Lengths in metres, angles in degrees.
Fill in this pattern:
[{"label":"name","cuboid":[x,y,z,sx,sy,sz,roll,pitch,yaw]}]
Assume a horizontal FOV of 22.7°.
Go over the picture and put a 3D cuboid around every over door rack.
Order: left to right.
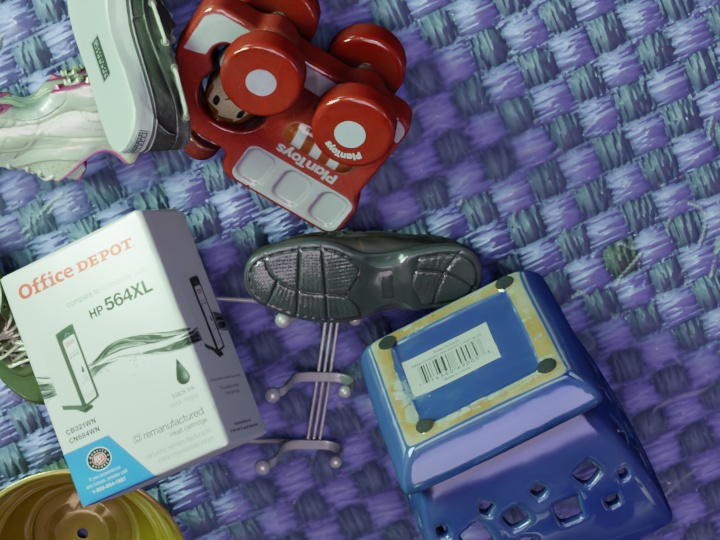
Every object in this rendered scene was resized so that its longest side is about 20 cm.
[{"label":"over door rack","cuboid":[-0.102,0.092,1.527,0.198,0.067,0.149,7,108,-6]}]

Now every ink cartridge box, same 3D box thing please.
[{"label":"ink cartridge box","cuboid":[-0.185,0.068,1.448,0.145,0.084,0.201,-25,83,19]}]

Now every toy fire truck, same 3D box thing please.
[{"label":"toy fire truck","cuboid":[-0.063,-0.128,1.436,0.199,0.113,0.168,28,127,-15]}]

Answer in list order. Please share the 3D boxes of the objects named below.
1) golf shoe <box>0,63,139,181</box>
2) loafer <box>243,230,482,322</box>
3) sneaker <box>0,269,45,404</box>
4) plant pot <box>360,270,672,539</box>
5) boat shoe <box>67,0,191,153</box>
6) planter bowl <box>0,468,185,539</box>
[{"label":"golf shoe","cuboid":[-0.269,-0.104,1.443,0.198,0.075,0.092,-14,114,3]},{"label":"loafer","cuboid":[0.000,0.000,1.495,0.198,0.063,0.072,-1,112,-7]},{"label":"sneaker","cuboid":[-0.308,0.040,1.481,0.067,0.090,0.201,-27,110,5]},{"label":"plant pot","cuboid":[0.114,0.129,1.462,0.199,0.200,0.180,-26,127,4]},{"label":"boat shoe","cuboid":[-0.179,-0.183,1.395,0.063,0.071,0.202,-3,71,-36]},{"label":"planter bowl","cuboid":[-0.246,0.246,1.563,0.199,0.084,0.202,-1,111,-4]}]
